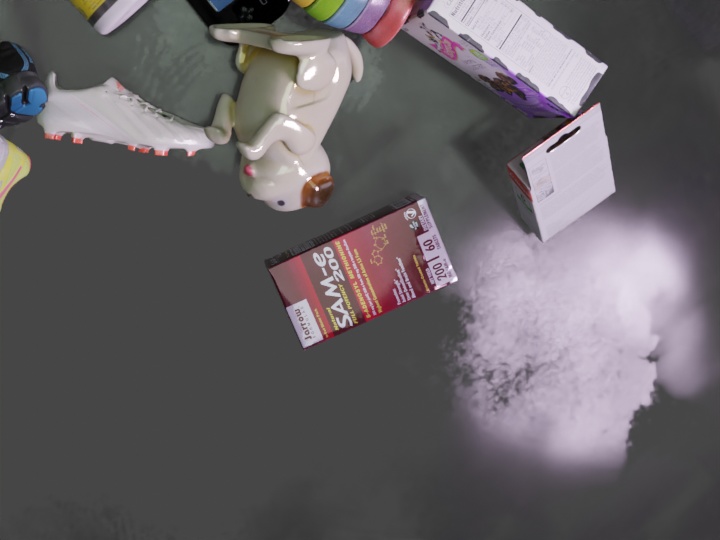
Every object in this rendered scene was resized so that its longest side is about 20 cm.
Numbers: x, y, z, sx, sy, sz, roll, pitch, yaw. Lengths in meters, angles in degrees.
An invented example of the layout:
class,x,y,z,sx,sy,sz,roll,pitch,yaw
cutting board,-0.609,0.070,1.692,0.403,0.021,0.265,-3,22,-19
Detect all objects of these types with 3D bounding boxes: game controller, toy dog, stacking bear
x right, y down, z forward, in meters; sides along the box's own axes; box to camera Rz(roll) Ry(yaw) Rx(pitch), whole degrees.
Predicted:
class,x,y,z,sx,sy,sz,roll,pitch,yaw
game controller,-0.165,-0.347,1.367,0.104,0.042,0.200,-29,109,30
toy dog,-0.084,-0.166,1.379,0.139,0.193,0.202,17,110,32
stacking bear,-0.043,-0.330,1.335,0.199,0.121,0.114,23,57,-23

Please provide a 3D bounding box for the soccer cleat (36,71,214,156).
class,x,y,z,sx,sy,sz,roll,pitch,yaw
soccer cleat,-0.259,-0.172,1.385,0.198,0.069,0.078,8,94,-7

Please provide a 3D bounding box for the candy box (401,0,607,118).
class,x,y,z,sx,sy,sz,roll,pitch,yaw
candy box,0.151,-0.252,1.383,0.199,0.168,0.072,33,91,-11

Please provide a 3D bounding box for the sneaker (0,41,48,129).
class,x,y,z,sx,sy,sz,roll,pitch,yaw
sneaker,-0.435,-0.172,1.364,0.199,0.073,0.082,-29,68,4

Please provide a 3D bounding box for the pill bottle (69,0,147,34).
class,x,y,z,sx,sy,sz,roll,pitch,yaw
pill bottle,-0.301,-0.361,1.325,0.111,0.111,0.200,-41,102,-1

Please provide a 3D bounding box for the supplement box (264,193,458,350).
class,x,y,z,sx,sy,sz,roll,pitch,yaw
supplement box,0.000,0.000,1.453,0.199,0.061,0.109,-25,102,-4

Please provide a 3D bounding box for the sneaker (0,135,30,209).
class,x,y,z,sx,sy,sz,roll,pitch,yaw
sneaker,-0.437,-0.070,1.368,0.200,0.090,0.078,-38,69,18

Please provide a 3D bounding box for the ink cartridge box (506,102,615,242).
class,x,y,z,sx,sy,sz,roll,pitch,yaw
ink cartridge box,0.224,-0.120,1.409,0.109,0.200,0.050,-35,60,-3
